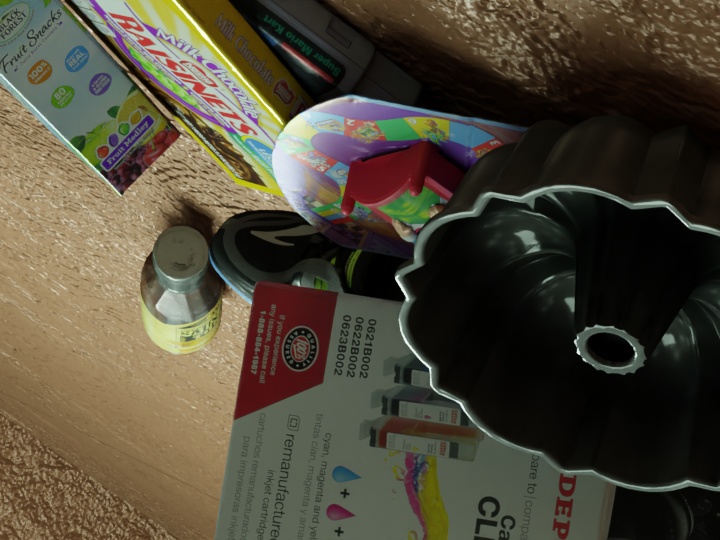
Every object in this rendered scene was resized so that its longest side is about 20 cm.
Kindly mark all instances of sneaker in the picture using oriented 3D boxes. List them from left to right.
[{"bbox_3d":[0.000,0.000,1.217,0.198,0.071,0.083,20,156,23],"label":"sneaker"}]

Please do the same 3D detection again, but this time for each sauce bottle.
[{"bbox_3d":[-0.134,0.015,1.529,0.066,0.066,0.200,30,167,4],"label":"sauce bottle"}]

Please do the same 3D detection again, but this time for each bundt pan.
[{"bbox_3d":[0.120,0.008,0.916,0.200,0.076,0.203,15,142,12],"label":"bundt pan"}]

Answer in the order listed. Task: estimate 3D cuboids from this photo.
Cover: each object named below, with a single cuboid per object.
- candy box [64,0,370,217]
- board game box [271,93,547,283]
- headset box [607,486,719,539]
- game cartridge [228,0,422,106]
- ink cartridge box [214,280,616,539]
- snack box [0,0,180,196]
[{"bbox_3d":[-0.074,-0.097,1.023,0.102,0.027,0.200,14,157,39],"label":"candy box"},{"bbox_3d":[0.049,-0.019,1.002,0.198,0.039,0.158,11,155,5],"label":"board game box"},{"bbox_3d":[0.165,0.175,1.189,0.148,0.201,0.077,25,165,9],"label":"headset box"},{"bbox_3d":[-0.073,-0.129,1.028,0.199,0.039,0.130,36,168,-14],"label":"game cartridge"},{"bbox_3d":[0.039,0.096,1.090,0.198,0.147,0.145,8,174,7],"label":"ink cartridge box"},{"bbox_3d":[-0.194,-0.138,1.087,0.200,0.053,0.142,42,177,44],"label":"snack box"}]
